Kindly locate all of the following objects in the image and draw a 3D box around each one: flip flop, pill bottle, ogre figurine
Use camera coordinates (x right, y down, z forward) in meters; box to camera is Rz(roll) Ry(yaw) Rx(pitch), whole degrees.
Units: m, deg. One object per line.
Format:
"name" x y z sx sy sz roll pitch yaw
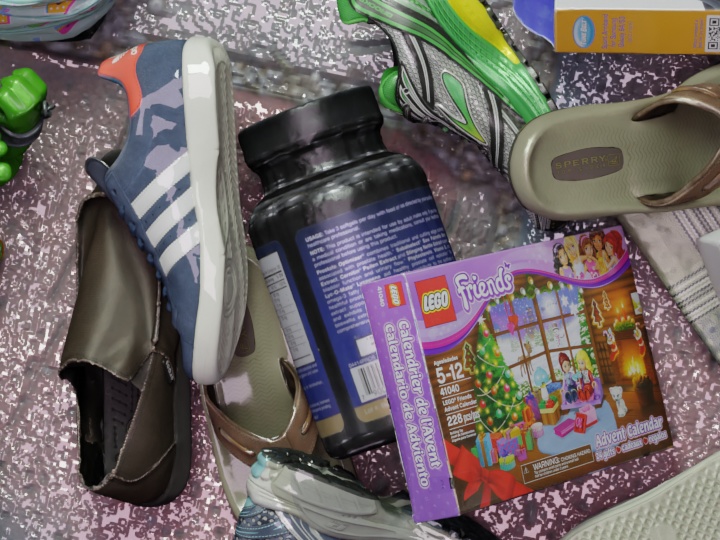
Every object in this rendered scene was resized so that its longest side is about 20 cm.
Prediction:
"flip flop" 0.182 -0.074 1.661 0.199 0.058 0.082 -11 93 -17
"pill bottle" 0.000 0.000 1.706 0.111 0.112 0.201 -19 89 4
"ogre figurine" -0.255 -0.038 1.722 0.098 0.120 0.201 25 93 1
"flip flop" -0.057 0.081 1.736 0.081 0.058 0.201 -16 90 4

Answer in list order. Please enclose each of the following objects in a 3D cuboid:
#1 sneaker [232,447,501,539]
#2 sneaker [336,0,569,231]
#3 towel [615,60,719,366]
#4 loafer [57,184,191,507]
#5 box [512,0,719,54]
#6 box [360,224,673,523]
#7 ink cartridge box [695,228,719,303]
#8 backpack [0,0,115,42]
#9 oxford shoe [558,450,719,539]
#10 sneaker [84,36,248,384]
"sneaker" 0.013 0.174 1.710 0.199 0.078 0.087 24 98 -17
"sneaker" 0.060 -0.104 1.709 0.085 0.078 0.200 -35 98 2
"towel" 0.261 -0.040 1.726 0.192 0.035 0.201 -33 90 3
"loafer" -0.141 0.043 1.725 0.073 0.071 0.202 -6 90 35
"box" 0.189 -0.180 1.695 0.198 0.042 0.120 2 49 2
"box" 0.093 0.056 1.666 0.039 0.199 0.138 -15 89 43
"ink cartridge box" 0.309 0.010 1.634 0.199 0.147 0.145 -23 90 2
"backpack" -0.230 -0.207 1.717 0.199 0.127 0.168 16 88 1
"oxford shoe" 0.199 0.153 1.721 0.199 0.058 0.076 -19 82 -11
"sneaker" -0.115 -0.034 1.686 0.084 0.075 0.202 -2 95 10
